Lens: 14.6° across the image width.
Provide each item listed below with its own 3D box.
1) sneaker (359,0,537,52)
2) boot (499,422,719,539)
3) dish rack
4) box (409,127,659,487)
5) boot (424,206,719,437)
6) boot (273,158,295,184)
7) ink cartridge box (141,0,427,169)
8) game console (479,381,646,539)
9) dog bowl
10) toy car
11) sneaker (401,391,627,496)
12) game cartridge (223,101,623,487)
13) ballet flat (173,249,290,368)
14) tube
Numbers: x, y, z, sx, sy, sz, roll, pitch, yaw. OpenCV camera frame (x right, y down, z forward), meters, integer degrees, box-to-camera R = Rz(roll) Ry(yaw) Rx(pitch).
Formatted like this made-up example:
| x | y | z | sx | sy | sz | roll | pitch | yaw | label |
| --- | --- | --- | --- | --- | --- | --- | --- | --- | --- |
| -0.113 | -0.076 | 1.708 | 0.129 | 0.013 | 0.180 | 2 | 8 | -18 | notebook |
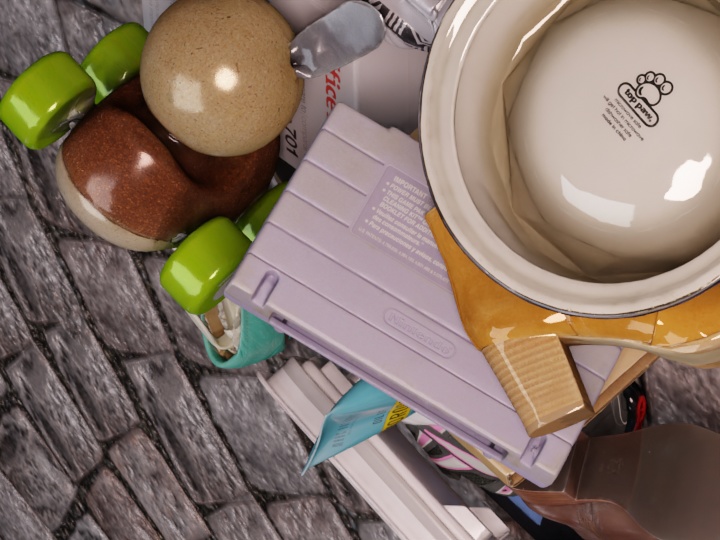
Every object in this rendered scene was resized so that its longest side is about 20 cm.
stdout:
| x | y | z | sx | sy | sz | roll | pitch | yaw | label |
| --- | --- | --- | --- | --- | --- | --- | --- | --- | --- |
| 0.074 | -0.141 | 1.506 | 0.200 | 0.075 | 0.115 | 51 | 151 | 1 | sneaker |
| 0.193 | 0.147 | 1.567 | 0.186 | 0.065 | 0.200 | 13 | 163 | 37 | boot |
| 0.025 | 0.127 | 1.771 | 0.200 | 0.044 | 0.172 | 47 | -176 | 11 | dish rack |
| 0.073 | 0.004 | 1.559 | 0.200 | 0.163 | 0.021 | 42 | 162 | 27 | box |
| 0.143 | -0.015 | 1.445 | 0.071 | 0.200 | 0.145 | 55 | -166 | -76 | boot |
| 0.000 | 0.000 | 1.744 | 0.076 | 0.073 | 0.201 | 81 | 168 | -56 | boot |
| -0.038 | -0.150 | 1.660 | 0.200 | 0.086 | 0.147 | 38 | 146 | 33 | ink cartridge box |
| 0.089 | 0.073 | 1.742 | 0.200 | 0.031 | 0.177 | 43 | 149 | 25 | game console |
| 0.132 | -0.074 | 1.378 | 0.200 | 0.200 | 0.074 | 46 | -168 | 20 | dog bowl |
| -0.073 | -0.108 | 1.572 | 0.164 | 0.158 | 0.200 | 45 | 121 | 9 | toy car |
| 0.097 | 0.093 | 1.674 | 0.200 | 0.080 | 0.087 | 8 | 133 | 60 | sneaker |
| 0.043 | 0.011 | 1.490 | 0.199 | 0.130 | 0.038 | 31 | 153 | -1 | game cartridge |
| -0.098 | -0.015 | 1.906 | 0.067 | 0.070 | 0.201 | 26 | 139 | 46 | ballet flat |
| 0.047 | 0.047 | 1.602 | 0.050 | 0.200 | 0.078 | 47 | 152 | 20 | tube |
